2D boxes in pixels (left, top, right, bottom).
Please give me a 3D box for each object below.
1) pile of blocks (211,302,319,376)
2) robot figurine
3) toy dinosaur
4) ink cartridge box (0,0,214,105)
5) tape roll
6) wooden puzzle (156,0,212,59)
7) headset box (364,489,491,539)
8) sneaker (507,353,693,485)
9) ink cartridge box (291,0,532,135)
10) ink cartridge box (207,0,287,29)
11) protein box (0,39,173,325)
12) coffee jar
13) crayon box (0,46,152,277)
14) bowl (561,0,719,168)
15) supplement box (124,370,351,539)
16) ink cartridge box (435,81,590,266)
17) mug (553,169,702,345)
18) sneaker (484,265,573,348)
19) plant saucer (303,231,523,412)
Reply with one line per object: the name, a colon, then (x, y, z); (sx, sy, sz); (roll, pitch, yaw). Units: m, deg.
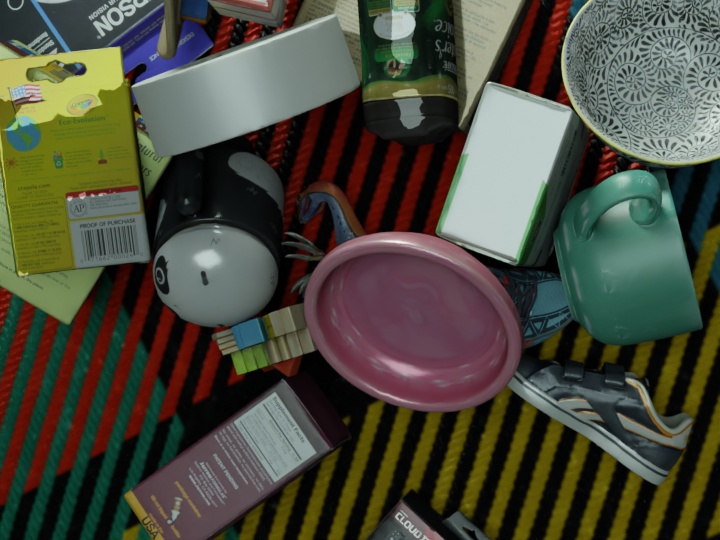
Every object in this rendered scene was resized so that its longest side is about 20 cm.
pile of blocks: (-0.091, 0.077, 1.474); (0.082, 0.200, 0.062); (-17, 87, -15)
robot figurine: (-0.138, -0.038, 1.484); (0.150, 0.200, 0.125); (26, 132, -26)
toy dinosaur: (0.000, 0.000, 1.529); (0.200, 0.105, 0.182); (1, 78, -24)
ink cartridge box: (-0.285, -0.256, 1.578); (0.198, 0.043, 0.200); (-36, 86, 8)
tape roll: (-0.104, -0.169, 1.405); (0.202, 0.202, 0.071); (-18, 101, 10)
wooden puzzle: (-0.150, -0.319, 1.456); (0.046, 0.200, 0.185); (13, 68, -5)
headset box: (0.048, 0.325, 1.500); (0.149, 0.077, 0.200); (41, 96, 7)
sneaker: (0.224, 0.119, 1.468); (0.200, 0.078, 0.079); (32, 100, -2)
ink cartridge box: (0.050, -0.247, 1.500); (0.200, 0.075, 0.165); (27, 94, 10)
ink cartridge box: (-0.100, -0.300, 1.461); (0.067, 0.200, 0.117); (12, 92, 1)
protein box: (-0.314, -0.091, 1.510); (0.198, 0.135, 0.200); (31, 96, -10)
coffee jar: (0.043, -0.215, 1.411); (0.085, 0.104, 0.200); (-3, 91, 13)
crayon box: (-0.266, -0.102, 1.418); (0.127, 0.051, 0.200); (-6, 102, -5)
bowl: (0.284, -0.170, 1.435); (0.200, 0.094, 0.201); (-1, 68, 2)
supplement box: (-0.118, 0.192, 1.513); (0.200, 0.110, 0.086); (-37, 84, 8)
ink cartridge box: (0.145, -0.083, 1.420); (0.084, 0.200, 0.146); (20, 93, 13)
mug: (0.240, -0.021, 1.419); (0.114, 0.152, 0.185); (-14, 112, 12)
sneaker: (0.123, 0.034, 1.454); (0.200, 0.096, 0.079); (-2, 84, -15)
plant saucer: (0.050, 0.040, 1.371); (0.200, 0.051, 0.201); (12, 133, 14)
